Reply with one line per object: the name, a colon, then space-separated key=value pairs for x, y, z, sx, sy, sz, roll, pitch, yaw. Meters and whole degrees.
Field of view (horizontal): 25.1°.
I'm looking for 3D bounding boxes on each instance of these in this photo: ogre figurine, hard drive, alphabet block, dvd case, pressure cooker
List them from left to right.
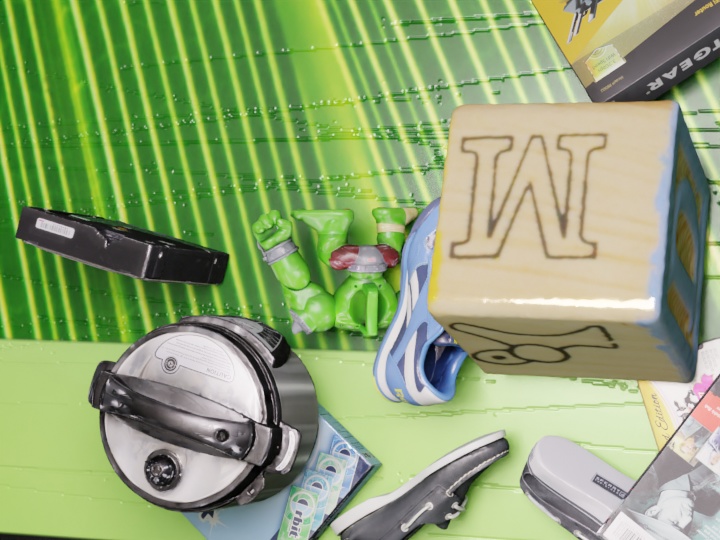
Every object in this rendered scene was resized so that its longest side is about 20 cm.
hard drive: x=-0.225 y=-0.021 z=1.557 sx=0.139 sy=0.200 sz=0.038 roll=17 pitch=94 yaw=15
pressure cooker: x=-0.139 y=0.134 z=1.477 sx=0.175 sy=0.200 sz=0.180 roll=-27 pitch=79 yaw=13
ogre figurine: x=0.000 y=0.000 z=1.540 sx=0.199 sy=0.098 sz=0.121 roll=-2 pitch=92 yaw=-29
alphabet block: x=0.187 y=-0.022 z=1.414 sx=0.199 sy=0.195 sz=0.198 roll=2 pitch=69 yaw=21
dvd case: x=0.322 y=0.197 z=1.408 sx=0.146 sy=0.022 sz=0.200 roll=37 pitch=91 yaw=13

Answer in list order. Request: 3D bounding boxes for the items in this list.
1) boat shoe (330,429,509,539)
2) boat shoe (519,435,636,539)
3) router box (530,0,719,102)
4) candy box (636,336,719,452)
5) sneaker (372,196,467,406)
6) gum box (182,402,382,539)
boat shoe: x=0.066 y=0.218 z=1.529 sx=0.200 sy=0.075 sz=0.061 roll=-35 pitch=77 yaw=24
boat shoe: x=0.232 y=0.234 z=1.481 sx=0.199 sy=0.072 sz=0.068 roll=33 pitch=132 yaw=14
router box: x=0.270 y=-0.253 z=1.485 sx=0.199 sy=0.052 sz=0.158 roll=-34 pitch=62 yaw=12
candy box: x=0.360 y=0.119 z=1.452 sx=0.199 sy=0.061 sz=0.137 roll=-20 pitch=82 yaw=15
sneaker: x=0.077 y=0.032 z=1.489 sx=0.082 sy=0.074 sz=0.201 roll=15 pitch=93 yaw=53
gum box: x=-0.107 y=0.185 z=1.591 sx=0.200 sy=0.045 sz=0.170 roll=42 pitch=98 yaw=15
